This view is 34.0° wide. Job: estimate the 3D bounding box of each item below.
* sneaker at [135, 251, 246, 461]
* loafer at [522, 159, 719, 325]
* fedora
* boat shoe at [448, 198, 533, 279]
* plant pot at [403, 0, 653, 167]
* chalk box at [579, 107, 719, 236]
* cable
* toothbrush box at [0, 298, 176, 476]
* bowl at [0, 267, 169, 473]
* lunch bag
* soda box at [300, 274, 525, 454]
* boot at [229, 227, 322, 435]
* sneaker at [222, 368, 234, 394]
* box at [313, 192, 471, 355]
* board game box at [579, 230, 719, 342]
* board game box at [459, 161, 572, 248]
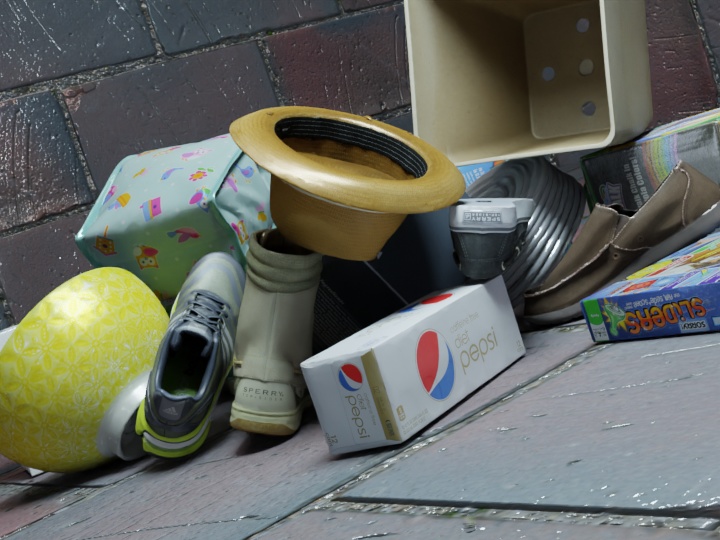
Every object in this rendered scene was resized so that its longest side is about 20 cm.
[{"bbox_3d":[-0.135,0.060,1.003,0.074,0.200,0.081,14,-38,-6],"label":"sneaker"},{"bbox_3d":[0.215,-0.025,1.001,0.200,0.071,0.073,-35,0,15],"label":"loafer"},{"bbox_3d":[-0.016,-0.064,0.929,0.200,0.082,0.201,11,23,-5],"label":"fedora"},{"bbox_3d":[0.104,-0.030,0.970,0.068,0.057,0.200,1,6,13],"label":"boat shoe"},{"bbox_3d":[0.176,-0.202,1.112,0.199,0.200,0.177,-5,0,36],"label":"plant pot"},{"bbox_3d":[0.297,-0.073,1.092,0.124,0.125,0.200,-23,7,-37],"label":"chalk box"},{"bbox_3d":[0.126,-0.029,1.153,0.200,0.069,0.200,-53,18,-12],"label":"cable"},{"bbox_3d":[-0.276,0.105,1.224,0.200,0.146,0.086,-22,5,-23],"label":"toothbrush box"},{"bbox_3d":[-0.227,0.109,1.059,0.108,0.200,0.200,31,29,22],"label":"bowl"},{"bbox_3d":[-0.164,-0.068,1.181,0.170,0.122,0.200,-13,32,22],"label":"lunch bag"},{"bbox_3d":[0.044,0.063,0.850,0.064,0.068,0.200,-15,5,35],"label":"soda box"},{"bbox_3d":[-0.067,0.041,0.987,0.072,0.155,0.200,6,8,-1],"label":"boot"},{"bbox_3d":[-0.145,0.087,1.285,0.071,0.080,0.200,-21,4,-25],"label":"sneaker"},{"bbox_3d":[0.000,0.000,1.087,0.200,0.107,0.149,-27,24,48],"label":"box"},{"bbox_3d":[0.277,-0.002,0.863,0.200,0.035,0.135,-23,5,-33],"label":"board game box"},{"bbox_3d":[0.116,-0.043,1.299,0.200,0.152,0.045,-19,-19,-7],"label":"board game box"}]
